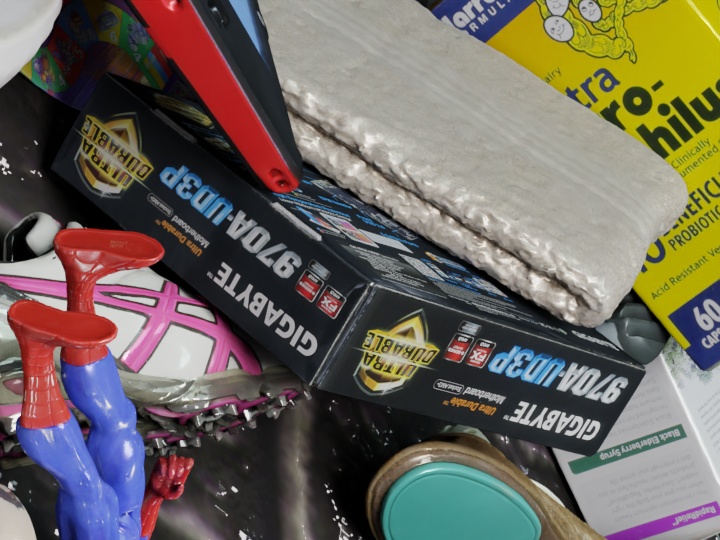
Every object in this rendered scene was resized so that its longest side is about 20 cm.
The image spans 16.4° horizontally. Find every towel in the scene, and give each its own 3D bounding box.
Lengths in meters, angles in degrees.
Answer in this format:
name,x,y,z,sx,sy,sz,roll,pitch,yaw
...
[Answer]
name,x,y,z,sx,sy,sz,roll,pitch,yaw
towel,0.031,-0.055,0.999,0.199,0.035,0.133,33,31,6

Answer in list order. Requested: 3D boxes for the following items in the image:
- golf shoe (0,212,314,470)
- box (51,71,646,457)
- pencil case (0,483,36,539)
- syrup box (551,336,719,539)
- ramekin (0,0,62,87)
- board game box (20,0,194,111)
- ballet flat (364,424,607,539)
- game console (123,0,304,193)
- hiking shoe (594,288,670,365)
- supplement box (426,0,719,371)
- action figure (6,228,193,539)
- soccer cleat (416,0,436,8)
name,x,y,z,sx,sy,sz,roll,pitch,yaw
golf shoe,-0.087,0.020,0.887,0.199,0.072,0.093,3,68,-55
box,0.000,0.000,0.962,0.159,0.046,0.200,38,13,34
pencil case,-0.177,0.087,0.709,0.199,0.078,0.090,19,41,-50
syrup box,0.120,0.028,1.177,0.079,0.081,0.201,-33,99,-55
ramekin,-0.180,-0.128,0.816,0.202,0.094,0.204,34,44,-41
board game box,-0.107,-0.160,0.992,0.158,0.039,0.201,17,57,-51
ballet flat,0.060,0.108,1.068,0.200,0.068,0.073,36,24,-41
game console,-0.075,-0.144,0.887,0.177,0.031,0.201,54,14,-39
hiking shoe,0.046,-0.021,1.101,0.200,0.087,0.074,52,31,6
supplement box,0.139,-0.078,1.085,0.200,0.109,0.110,49,33,-3
action figure,-0.081,0.084,0.803,0.066,0.051,0.201,-72,169,-50
soccer cleat,0.036,-0.152,1.183,0.085,0.069,0.201,25,51,-30
